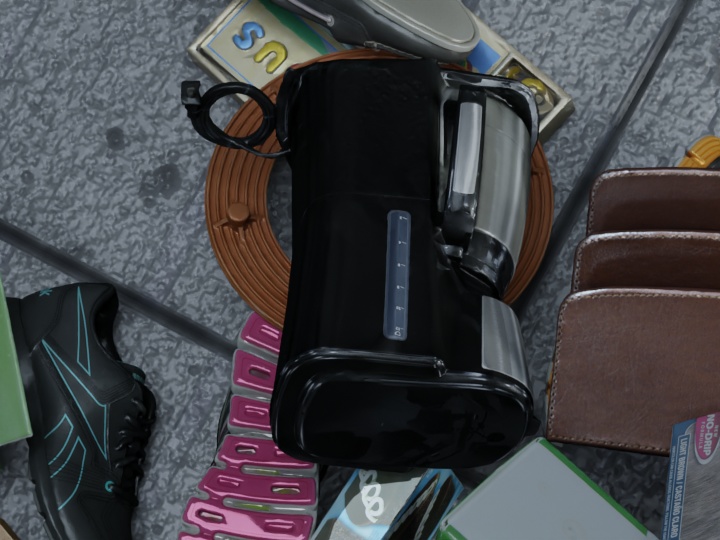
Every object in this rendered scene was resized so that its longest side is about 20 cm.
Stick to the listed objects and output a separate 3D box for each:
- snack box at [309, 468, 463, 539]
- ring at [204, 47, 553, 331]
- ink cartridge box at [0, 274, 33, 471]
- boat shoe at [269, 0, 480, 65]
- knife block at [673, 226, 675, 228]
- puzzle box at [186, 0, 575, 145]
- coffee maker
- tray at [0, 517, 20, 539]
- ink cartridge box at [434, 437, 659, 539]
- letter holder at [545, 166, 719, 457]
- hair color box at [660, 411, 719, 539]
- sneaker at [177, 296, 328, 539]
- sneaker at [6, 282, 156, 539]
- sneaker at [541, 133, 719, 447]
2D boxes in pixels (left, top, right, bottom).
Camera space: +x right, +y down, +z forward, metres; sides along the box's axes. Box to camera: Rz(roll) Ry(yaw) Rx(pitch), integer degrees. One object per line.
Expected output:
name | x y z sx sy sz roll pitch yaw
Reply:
snack box | -0.017 0.184 1.540 0.037 0.116 0.200 32 83 15
ring | 0.011 -0.044 1.593 0.200 0.019 0.201 1 63 -2
ink cartridge box | -0.267 0.076 1.608 0.200 0.059 0.104 -18 74 22
boat shoe | -0.019 -0.169 1.641 0.200 0.067 0.057 34 127 14
knife block | 0.267 -0.019 1.534 0.200 0.064 0.176 -36 100 -7
puzzle box | 0.010 -0.113 1.660 0.200 0.025 0.133 41 86 16
coffee maker | 0.000 0.000 1.491 0.192 0.135 0.200 -6 54 15
tray | -0.183 0.246 1.592 0.099 0.037 0.200 -41 73 -3
ink cartridge box | 0.102 0.202 1.471 0.147 0.200 0.083 41 61 15
letter holder | 0.206 0.024 1.435 0.200 0.101 0.142 7 98 11
hair color box | 0.223 0.163 1.383 0.060 0.200 0.100 -18 42 31
sneaker | -0.054 0.119 1.574 0.074 0.087 0.200 9 67 6
sneaker | -0.154 0.098 1.606 0.079 0.075 0.200 -19 74 1
sneaker | 0.170 0.019 1.577 0.077 0.078 0.200 34 83 9
